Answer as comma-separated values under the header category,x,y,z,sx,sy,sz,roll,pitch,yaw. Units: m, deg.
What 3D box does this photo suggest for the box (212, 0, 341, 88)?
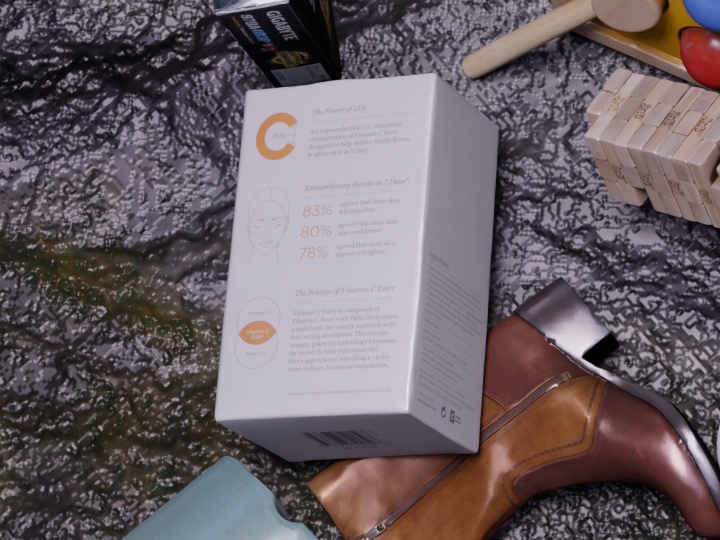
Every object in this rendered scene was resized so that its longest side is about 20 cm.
category,x,y,z,sx,sy,sz,roll,pitch,yaw
box,-0.060,-0.223,1.692,0.046,0.159,0.200,-11,76,8

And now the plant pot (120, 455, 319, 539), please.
category,x,y,z,sx,sy,sz,roll,pitch,yaw
plant pot,-0.093,0.222,1.600,0.196,0.200,0.200,-43,73,-7

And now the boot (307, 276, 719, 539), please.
category,x,y,z,sx,sy,sz,roll,pitch,yaw
boot,0.093,0.130,1.634,0.200,0.068,0.188,-41,74,2

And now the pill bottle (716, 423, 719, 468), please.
category,x,y,z,sx,sy,sz,roll,pitch,yaw
pill bottle,0.286,0.113,1.527,0.113,0.113,0.200,-57,34,-3

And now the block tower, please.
category,x,y,z,sx,sy,sz,roll,pitch,yaw
block tower,0.217,-0.056,1.583,0.200,0.058,0.054,16,58,40

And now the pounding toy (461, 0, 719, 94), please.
category,x,y,z,sx,sy,sz,roll,pitch,yaw
pounding toy,0.170,-0.171,1.634,0.200,0.184,0.142,24,72,15

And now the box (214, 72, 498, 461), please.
category,x,y,z,sx,sy,sz,roll,pitch,yaw
box,0.000,0.000,1.641,0.124,0.097,0.200,-3,71,26
